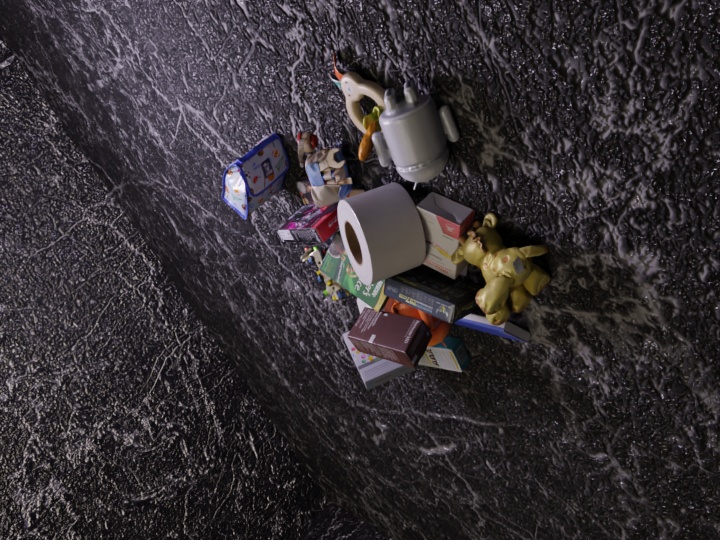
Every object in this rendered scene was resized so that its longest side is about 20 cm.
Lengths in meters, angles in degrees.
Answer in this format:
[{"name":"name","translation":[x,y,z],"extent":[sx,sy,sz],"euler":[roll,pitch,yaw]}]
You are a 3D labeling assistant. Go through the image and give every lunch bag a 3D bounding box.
[{"name":"lunch bag","translation":[-0.291,-0.269,1.474],"extent":[0.123,0.170,0.201],"euler":[38,148,8]}]

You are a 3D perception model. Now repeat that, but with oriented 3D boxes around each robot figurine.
[{"name":"robot figurine","translation":[0.159,0.115,1.385],"extent":[0.201,0.117,0.143],"euler":[49,143,-3]},{"name":"robot figurine","translation":[0.107,-0.261,1.033],"extent":[0.166,0.114,0.203],"euler":[-14,119,18]}]

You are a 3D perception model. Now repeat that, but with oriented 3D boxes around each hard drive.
[{"name":"hard drive","translation":[0.286,0.126,1.259],"extent":[0.198,0.026,0.131],"euler":[11,170,45]}]

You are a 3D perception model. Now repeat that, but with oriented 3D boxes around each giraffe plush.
[{"name":"giraffe plush","translation":[0.273,-0.015,1.081],"extent":[0.163,0.171,0.202],"euler":[50,166,38]}]

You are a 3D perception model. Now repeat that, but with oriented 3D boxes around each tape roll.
[{"name":"tape roll","translation":[0.045,-0.084,1.214],"extent":[0.202,0.137,0.207],"euler":[160,90,-75]}]

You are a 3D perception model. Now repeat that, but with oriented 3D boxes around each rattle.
[{"name":"rattle","translation":[-0.028,-0.339,1.101],"extent":[0.200,0.143,0.130],"euler":[45,168,-8]}]

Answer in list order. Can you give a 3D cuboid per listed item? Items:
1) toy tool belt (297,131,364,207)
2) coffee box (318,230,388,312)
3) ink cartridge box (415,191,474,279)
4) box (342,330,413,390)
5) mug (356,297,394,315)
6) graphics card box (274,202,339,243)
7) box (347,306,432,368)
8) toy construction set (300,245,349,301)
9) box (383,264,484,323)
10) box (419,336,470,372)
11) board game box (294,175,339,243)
[{"name":"toy tool belt","translation":[-0.067,-0.253,1.286],"extent":[0.120,0.126,0.203],"euler":[-6,131,16]},{"name":"coffee box","translation":[0.000,0.000,1.352],"extent":[0.198,0.044,0.124],"euler":[36,118,11]},{"name":"ink cartridge box","translation":[0.187,-0.062,1.198],"extent":[0.115,0.067,0.203],"euler":[28,144,30]},{"name":"box","translation":[0.051,0.236,1.547],"extent":[0.201,0.153,0.042],"euler":[-120,13,-49]},{"name":"mug","translation":[0.049,0.115,1.508],"extent":[0.184,0.149,0.156],"euler":[-7,112,47]},{"name":"graphics card box","translation":[-0.126,-0.127,1.399],"extent":[0.198,0.126,0.051],"euler":[3,131,50]},{"name":"box","translation":[0.071,0.167,1.333],"extent":[0.197,0.101,0.075],"euler":[9,145,41]},{"name":"toy construction set","translation":[-0.106,-0.002,1.621],"extent":[0.201,0.092,0.131],"euler":[50,-172,10]},{"name":"box","translation":[0.176,0.050,1.248],"extent":[0.197,0.156,0.052],"euler":[21,114,35]},{"name":"box","translation":[0.214,0.232,1.512],"extent":[0.198,0.049,0.083],"euler":[0,125,52]},{"name":"board game box","translation":[-0.095,-0.167,1.471],"extent":[0.134,0.035,0.203],"euler":[11,133,45]}]
